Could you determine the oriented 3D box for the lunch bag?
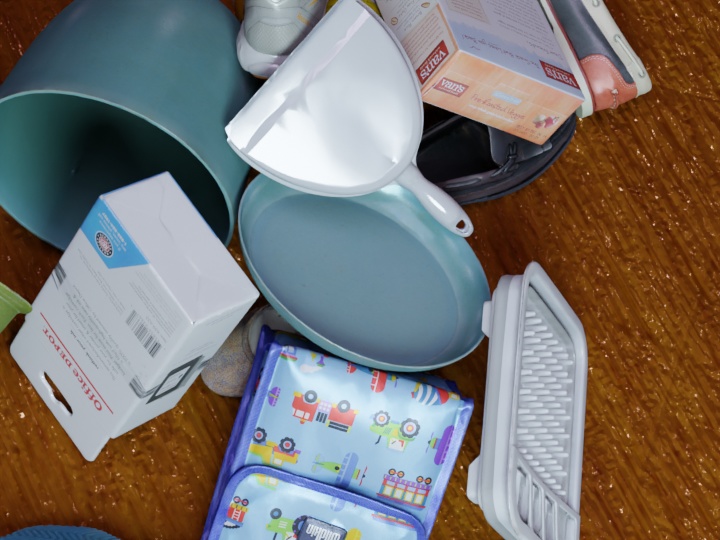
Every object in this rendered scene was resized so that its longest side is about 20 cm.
[{"bbox_3d":[-0.025,0.159,1.474,0.150,0.094,0.200,16,95,-8],"label":"lunch bag"}]

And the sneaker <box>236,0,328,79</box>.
[{"bbox_3d":[-0.044,-0.234,1.501,0.076,0.092,0.200,6,50,0],"label":"sneaker"}]

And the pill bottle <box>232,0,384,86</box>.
[{"bbox_3d":[-0.034,-0.182,1.590,0.109,0.109,0.200,-13,54,-10],"label":"pill bottle"}]

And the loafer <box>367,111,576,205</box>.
[{"bbox_3d":[0.086,-0.091,1.602,0.200,0.063,0.072,-27,72,-15],"label":"loafer"}]

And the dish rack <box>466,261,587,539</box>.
[{"bbox_3d":[0.120,0.109,1.484,0.043,0.172,0.200,-3,67,22],"label":"dish rack"}]

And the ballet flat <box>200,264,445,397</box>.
[{"bbox_3d":[-0.026,0.037,1.539,0.200,0.067,0.068,-20,72,-12],"label":"ballet flat"}]

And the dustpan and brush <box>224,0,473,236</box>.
[{"bbox_3d":[0.014,-0.087,1.488,0.200,0.057,0.140,42,92,-15],"label":"dustpan and brush"}]

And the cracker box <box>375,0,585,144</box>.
[{"bbox_3d":[0.078,-0.199,1.584,0.134,0.058,0.200,17,39,-38],"label":"cracker box"}]

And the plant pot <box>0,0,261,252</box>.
[{"bbox_3d":[-0.163,-0.120,1.527,0.200,0.201,0.161,19,55,2],"label":"plant pot"}]

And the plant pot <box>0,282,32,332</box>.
[{"bbox_3d":[-0.364,0.058,1.453,0.200,0.200,0.190,28,82,6],"label":"plant pot"}]

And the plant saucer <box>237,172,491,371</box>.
[{"bbox_3d":[0.000,0.000,1.479,0.200,0.027,0.200,18,40,-16],"label":"plant saucer"}]

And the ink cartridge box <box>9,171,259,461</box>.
[{"bbox_3d":[-0.167,0.036,1.479,0.067,0.200,0.116,-26,74,-42],"label":"ink cartridge box"}]

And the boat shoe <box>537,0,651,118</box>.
[{"bbox_3d":[0.168,-0.220,1.655,0.062,0.071,0.200,-21,76,-3],"label":"boat shoe"}]

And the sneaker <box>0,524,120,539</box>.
[{"bbox_3d":[-0.175,0.234,1.441,0.200,0.076,0.081,16,106,17],"label":"sneaker"}]
